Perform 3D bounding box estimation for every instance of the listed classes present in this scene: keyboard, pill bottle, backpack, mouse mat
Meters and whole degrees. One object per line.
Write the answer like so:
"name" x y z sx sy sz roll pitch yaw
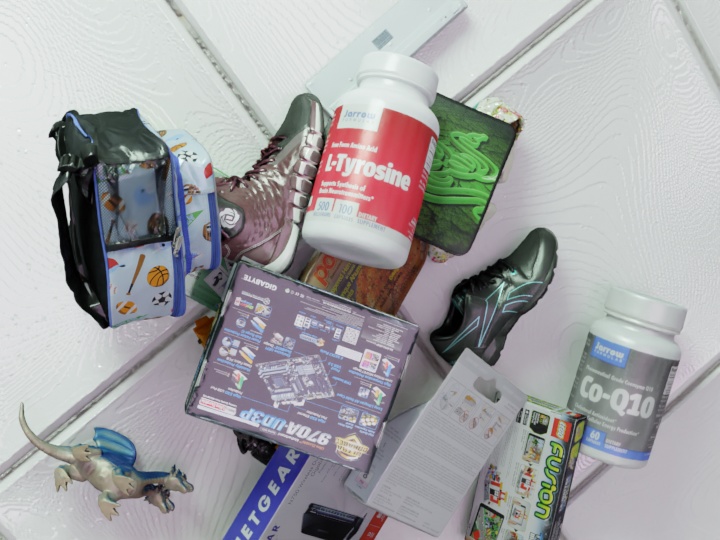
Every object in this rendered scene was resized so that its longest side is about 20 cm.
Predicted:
"keyboard" 0.029 -0.247 1.007 0.200 0.011 0.056 -43 85 -7
"pill bottle" 0.017 -0.112 0.936 0.111 0.112 0.202 18 80 -19
"pill bottle" 0.323 0.128 1.119 0.113 0.114 0.202 13 96 -18
"backpack" -0.215 -0.047 0.870 0.152 0.200 0.192 -1 111 -20
"mouse mat" 0.055 -0.124 1.000 0.198 0.008 0.162 23 81 0

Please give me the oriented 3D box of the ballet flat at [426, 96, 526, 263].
"ballet flat" 0.132 -0.098 1.038 0.075 0.064 0.202 11 99 -55

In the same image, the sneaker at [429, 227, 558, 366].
"sneaker" 0.158 0.029 1.073 0.079 0.075 0.201 33 90 -17

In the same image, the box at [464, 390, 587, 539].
"box" 0.198 0.257 1.111 0.035 0.109 0.202 0 103 -55

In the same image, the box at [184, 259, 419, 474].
"box" -0.058 0.096 0.922 0.198 0.046 0.160 20 90 -10

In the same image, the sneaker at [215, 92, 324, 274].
"sneaker" -0.109 -0.101 0.946 0.114 0.076 0.202 15 79 -20

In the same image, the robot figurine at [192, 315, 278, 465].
"robot figurine" -0.095 0.118 1.011 0.144 0.058 0.201 -32 118 -15

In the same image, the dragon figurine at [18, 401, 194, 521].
"dragon figurine" -0.278 0.209 0.986 0.199 0.099 0.059 29 93 0

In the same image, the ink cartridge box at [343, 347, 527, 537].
"ink cartridge box" 0.089 0.194 1.045 0.162 0.057 0.201 38 80 -45

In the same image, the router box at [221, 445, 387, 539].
"router box" -0.048 0.272 1.034 0.179 0.049 0.201 30 92 -46

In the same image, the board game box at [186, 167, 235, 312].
"board game box" -0.189 -0.052 0.979 0.199 0.029 0.135 31 90 -19

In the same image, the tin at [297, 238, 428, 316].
"tin" 0.000 0.000 1.005 0.112 0.042 0.201 42 64 -21
